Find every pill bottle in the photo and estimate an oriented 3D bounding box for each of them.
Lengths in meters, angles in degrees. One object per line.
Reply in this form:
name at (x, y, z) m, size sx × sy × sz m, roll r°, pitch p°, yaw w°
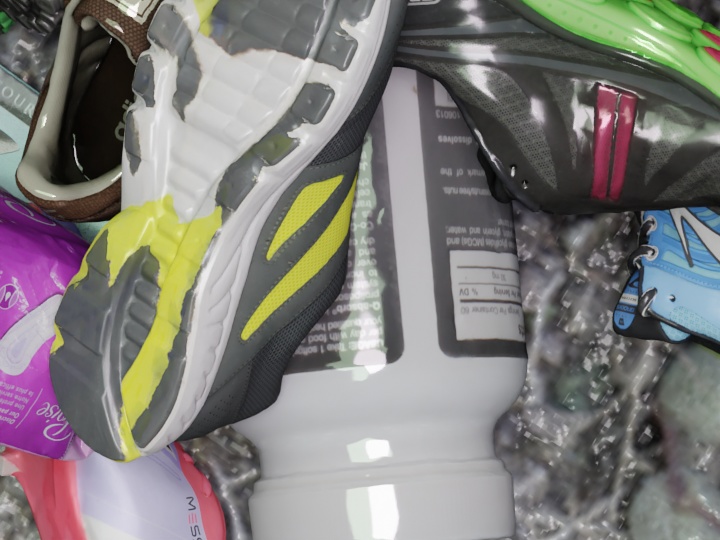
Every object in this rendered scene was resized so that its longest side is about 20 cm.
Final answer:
pill bottle at (0.000, 0.000, 1.055) m, size 0.116 × 0.116 × 0.200 m, roll -5°, pitch 85°, yaw 8°

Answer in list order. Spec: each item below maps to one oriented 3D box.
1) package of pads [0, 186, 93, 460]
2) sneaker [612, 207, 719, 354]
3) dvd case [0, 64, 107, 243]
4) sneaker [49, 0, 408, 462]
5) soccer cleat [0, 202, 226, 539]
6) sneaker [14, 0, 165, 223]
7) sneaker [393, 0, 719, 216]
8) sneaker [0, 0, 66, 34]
package of pads at (-0.175, -0.015, 1.020) m, size 0.200 × 0.120 × 0.076 m, roll 32°, pitch 96°, yaw 39°
sneaker at (0.119, -0.016, 1.061) m, size 0.090 × 0.078 × 0.200 m, roll -37°, pitch 81°, yaw 7°
dvd case at (-0.192, 0.005, 1.131) m, size 0.146 × 0.022 × 0.200 m, roll 36°, pitch 90°, yaw 9°
sneaker at (-0.034, -0.032, 0.960) m, size 0.074 × 0.085 × 0.200 m, roll 37°, pitch 109°, yaw 26°
soccer cleat at (-0.090, 0.071, 1.088) m, size 0.076 × 0.067 × 0.200 m, roll -10°, pitch 85°, yaw -33°
sneaker at (-0.053, -0.099, 0.970) m, size 0.070 × 0.076 × 0.200 m, roll 30°, pitch 112°, yaw 14°
sneaker at (0.083, -0.052, 0.994) m, size 0.200 × 0.077 × 0.084 m, roll 32°, pitch 108°, yaw 0°
sneaker at (-0.122, -0.135, 1.058) m, size 0.085 × 0.200 × 0.078 m, roll -49°, pitch 114°, yaw -11°
